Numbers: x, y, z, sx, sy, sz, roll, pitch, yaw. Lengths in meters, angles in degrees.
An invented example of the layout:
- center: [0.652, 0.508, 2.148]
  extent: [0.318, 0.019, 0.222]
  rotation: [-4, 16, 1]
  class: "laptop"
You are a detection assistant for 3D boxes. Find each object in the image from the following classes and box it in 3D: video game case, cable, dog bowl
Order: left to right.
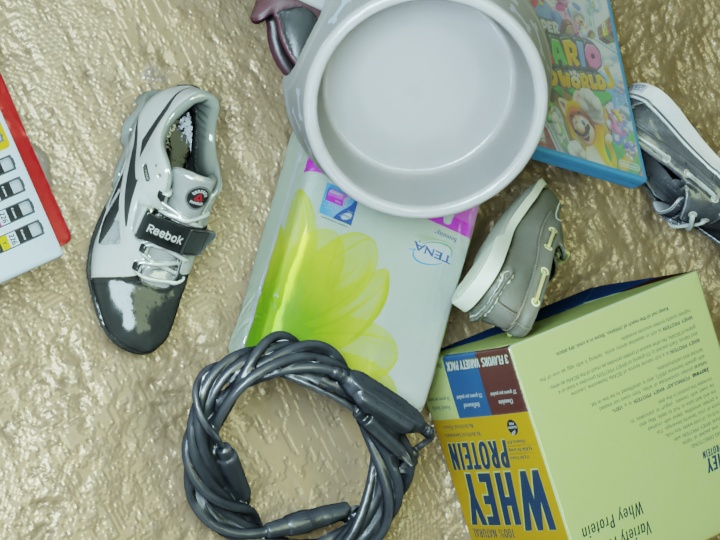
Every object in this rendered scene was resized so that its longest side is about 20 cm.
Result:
- center: [-0.052, 0.133, 1.598]
  extent: [0.200, 0.051, 0.163]
  rotation: [32, 102, -29]
  class: "cable"
- center: [0.045, -0.128, 1.572]
  extent: [0.200, 0.059, 0.200]
  rotation: [-2, 115, -5]
  class: "dog bowl"
- center: [0.162, -0.171, 1.762]
  extent: [0.143, 0.018, 0.200]
  rotation: [13, 60, -41]
  class: "video game case"

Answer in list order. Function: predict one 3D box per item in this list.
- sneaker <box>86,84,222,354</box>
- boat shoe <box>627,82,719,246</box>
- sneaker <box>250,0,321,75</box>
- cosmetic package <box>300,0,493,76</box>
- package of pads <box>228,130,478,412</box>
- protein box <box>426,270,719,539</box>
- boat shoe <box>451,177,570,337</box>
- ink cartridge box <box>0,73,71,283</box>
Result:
- center: [-0.143, -0.040, 1.575]
  extent: [0.074, 0.088, 0.200]
  rotation: [11, 80, -31]
  class: "sneaker"
- center: [0.277, -0.065, 1.836]
  extent: [0.200, 0.072, 0.068]
  rotation: [48, 62, -15]
  class: "boat shoe"
- center: [0.001, -0.173, 1.691]
  extent: [0.200, 0.076, 0.116]
  rotation: [27, 76, -15]
  class: "sneaker"
- center: [0.006, -0.235, 1.600]
  extent: [0.200, 0.085, 0.108]
  rotation: [24, 103, -16]
  class: "cosmetic package"
- center: [0.000, 0.000, 1.666]
  extent: [0.154, 0.068, 0.200]
  rotation: [24, 74, -25]
  class: "package of pads"
- center: [0.182, 0.129, 1.720]
  extent: [0.198, 0.135, 0.200]
  rotation: [-20, 94, -32]
  class: "protein box"
- center: [0.126, -0.009, 1.698]
  extent: [0.060, 0.072, 0.202]
  rotation: [37, 30, -2]
  class: "boat shoe"
- center: [-0.292, -0.081, 1.491]
  extent: [0.176, 0.084, 0.200]
  rotation: [-27, 98, -31]
  class: "ink cartridge box"
